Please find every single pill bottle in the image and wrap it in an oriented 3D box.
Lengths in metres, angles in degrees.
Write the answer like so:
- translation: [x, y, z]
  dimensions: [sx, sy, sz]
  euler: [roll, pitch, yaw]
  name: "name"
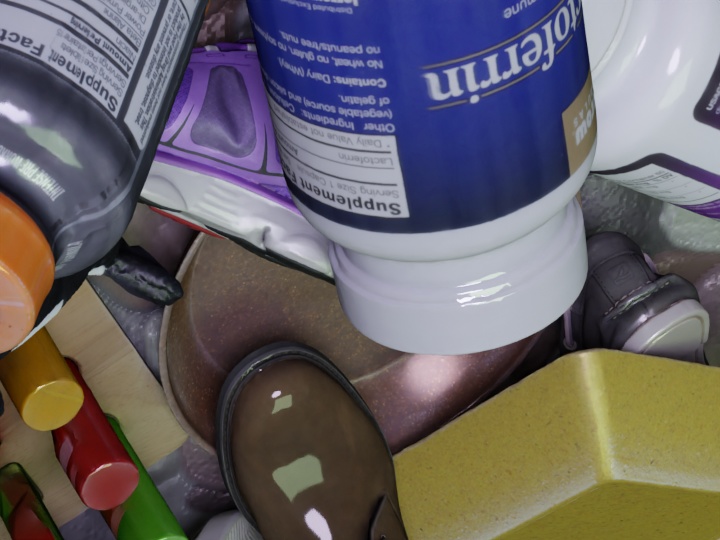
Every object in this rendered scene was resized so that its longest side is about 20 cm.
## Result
- translation: [-0.113, -0.070, 0.904]
  dimensions: [0.106, 0.200, 0.106]
  euler: [11, 145, 8]
  name: "pill bottle"
- translation: [0.128, -0.086, 1.117]
  dimensions: [0.200, 0.111, 0.112]
  euler: [18, 115, -41]
  name: "pill bottle"
- translation: [0.022, -0.076, 0.953]
  dimensions: [0.115, 0.116, 0.200]
  euler: [-22, 127, -15]
  name: "pill bottle"

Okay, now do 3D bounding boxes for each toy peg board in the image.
- translation: [-0.174, 0.085, 1.078]
  dimensions: [0.200, 0.098, 0.199]
  euler: [-34, 137, -4]
  name: "toy peg board"

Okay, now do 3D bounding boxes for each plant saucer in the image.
- translation: [0.108, 0.105, 1.244]
  dimensions: [0.200, 0.049, 0.200]
  euler: [10, 148, -40]
  name: "plant saucer"
- translation: [0.000, 0.000, 1.163]
  dimensions: [0.200, 0.037, 0.201]
  euler: [-17, 133, -19]
  name: "plant saucer"

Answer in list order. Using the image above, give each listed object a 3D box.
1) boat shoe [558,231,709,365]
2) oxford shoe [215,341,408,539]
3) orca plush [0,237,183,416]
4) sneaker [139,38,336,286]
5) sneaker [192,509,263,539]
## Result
- translation: [0.124, 0.040, 1.253]
  dimensions: [0.067, 0.057, 0.200]
  euler: [-31, 159, -10]
  name: "boat shoe"
- translation: [-0.003, 0.119, 1.162]
  dimensions: [0.073, 0.084, 0.200]
  euler: [-27, 119, -9]
  name: "oxford shoe"
- translation: [-0.115, 0.001, 0.980]
  dimensions: [0.071, 0.106, 0.200]
  euler: [-15, 170, 27]
  name: "orca plush"
- translation: [-0.063, -0.060, 1.040]
  dimensions: [0.200, 0.081, 0.084]
  euler: [23, 87, -27]
  name: "sneaker"
- translation: [-0.088, 0.157, 1.170]
  dimensions: [0.084, 0.200, 0.075]
  euler: [-17, 95, 13]
  name: "sneaker"
